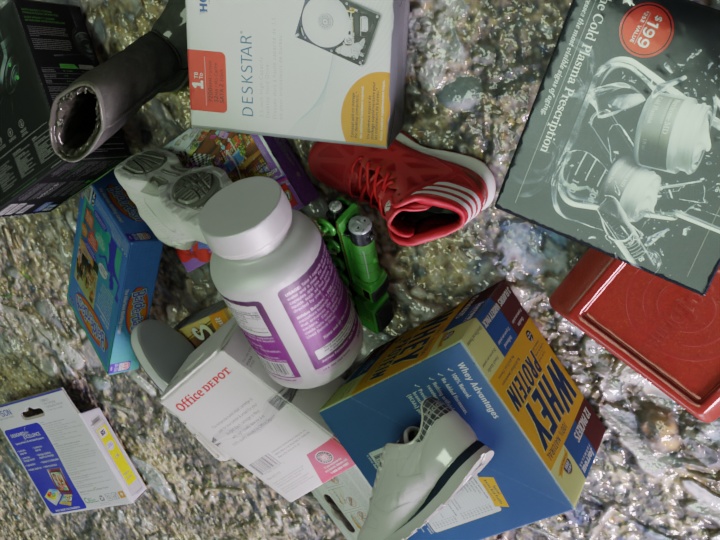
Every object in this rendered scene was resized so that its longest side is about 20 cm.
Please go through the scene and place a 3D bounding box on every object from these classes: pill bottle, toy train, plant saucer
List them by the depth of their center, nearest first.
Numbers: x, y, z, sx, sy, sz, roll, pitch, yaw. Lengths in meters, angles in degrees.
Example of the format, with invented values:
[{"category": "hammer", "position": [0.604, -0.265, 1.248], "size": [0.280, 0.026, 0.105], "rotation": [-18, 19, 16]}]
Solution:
[{"category": "plant saucer", "position": [0.301, 0.030, 0.827], "size": [0.199, 0.037, 0.200], "rotation": [37, 126, 7]}, {"category": "pill bottle", "position": [-0.077, 0.012, 0.868], "size": [0.111, 0.113, 0.201], "rotation": [2, 136, 27]}, {"category": "toy train", "position": [0.000, 0.000, 0.919], "size": [0.056, 0.042, 0.201], "rotation": [32, 157, 26]}]

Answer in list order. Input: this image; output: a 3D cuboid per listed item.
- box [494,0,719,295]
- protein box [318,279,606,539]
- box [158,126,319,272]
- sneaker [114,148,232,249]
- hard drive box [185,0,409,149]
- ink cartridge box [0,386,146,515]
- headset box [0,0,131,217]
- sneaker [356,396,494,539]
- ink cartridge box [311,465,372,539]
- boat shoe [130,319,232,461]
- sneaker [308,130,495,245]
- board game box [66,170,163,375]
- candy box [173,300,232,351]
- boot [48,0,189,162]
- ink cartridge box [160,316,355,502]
[{"category": "box", "position": [0.234, -0.114, 0.723], "size": [0.181, 0.104, 0.202], "rotation": [24, 110, 15]}, {"category": "protein box", "position": [0.106, 0.157, 0.933], "size": [0.199, 0.135, 0.199], "rotation": [-31, 97, 36]}, {"category": "box", "position": [-0.158, -0.096, 1.009], "size": [0.199, 0.039, 0.138], "rotation": [-25, 99, 35]}, {"category": "sneaker", "position": [-0.182, -0.061, 0.959], "size": [0.199, 0.078, 0.100], "rotation": [31, 145, 45]}, {"category": "hard drive box", "position": [-0.058, -0.209, 0.852], "size": [0.198, 0.077, 0.157], "rotation": [7, 116, 13]}, {"category": "ink cartridge box", "position": [-0.439, 0.265, 1.342], "size": [0.196, 0.047, 0.201], "rotation": [-16, 104, 35]}, {"category": "headset box", "position": [-0.376, -0.185, 1.022], "size": [0.173, 0.092, 0.202], "rotation": [-25, 84, 35]}, {"category": "sneaker", "position": [0.047, 0.206, 0.871], "size": [0.081, 0.076, 0.201], "rotation": [45, 123, 15]}, {"category": "ink cartridge box", "position": [0.028, 0.273, 1.101], "size": [0.163, 0.057, 0.200], "rotation": [54, 143, -6]}, {"category": "boat shoe", "position": [-0.210, 0.149, 1.078], "size": [0.070, 0.071, 0.200], "rotation": [-35, 103, 36]}, {"category": "sneaker", "position": [0.022, -0.085, 0.869], "size": [0.198, 0.116, 0.079], "rotation": [10, 118, 22]}, {"category": "board game box", "position": [-0.302, 0.001, 1.093], "size": [0.152, 0.045, 0.201], "rotation": [49, 133, 36]}, {"category": "candy box", "position": [-0.130, 0.087, 1.076], "size": [0.199, 0.055, 0.116], "rotation": [-23, 103, 35]}, {"category": "boot", "position": [-0.213, -0.212, 0.881], "size": [0.072, 0.200, 0.183], "rotation": [35, 126, 8]}, {"category": "ink cartridge box", "position": [-0.101, 0.151, 1.008], "size": [0.200, 0.083, 0.146], "rotation": [41, 132, -13]}]
